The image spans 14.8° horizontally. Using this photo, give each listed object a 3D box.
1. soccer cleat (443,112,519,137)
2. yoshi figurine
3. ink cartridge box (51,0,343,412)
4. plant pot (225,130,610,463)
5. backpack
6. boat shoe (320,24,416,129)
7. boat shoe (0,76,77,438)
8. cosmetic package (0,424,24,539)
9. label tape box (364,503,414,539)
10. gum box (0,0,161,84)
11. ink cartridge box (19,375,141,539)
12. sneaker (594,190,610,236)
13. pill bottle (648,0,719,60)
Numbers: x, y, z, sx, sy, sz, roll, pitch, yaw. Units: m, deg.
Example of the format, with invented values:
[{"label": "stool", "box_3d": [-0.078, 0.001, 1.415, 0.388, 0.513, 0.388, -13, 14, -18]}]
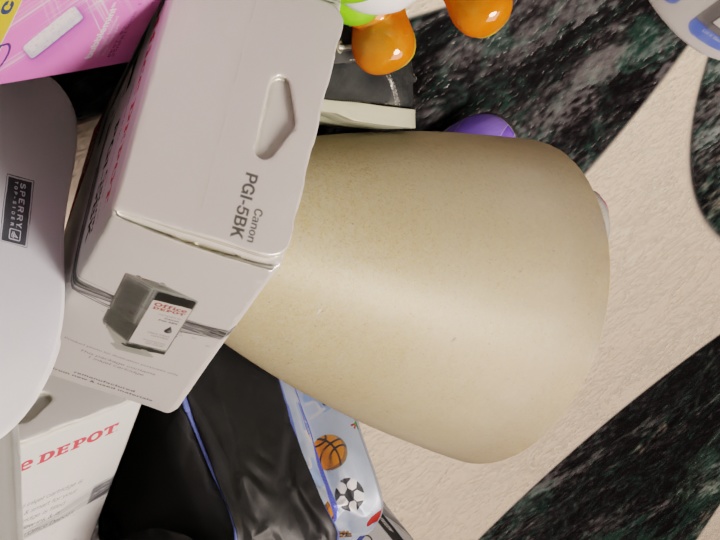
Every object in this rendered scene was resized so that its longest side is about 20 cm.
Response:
[{"label": "soccer cleat", "box_3d": [0.013, -0.025, 1.672, 0.200, 0.068, 0.073, -40, 153, 6]}, {"label": "yoshi figurine", "box_3d": [0.005, -0.149, 1.347, 0.113, 0.112, 0.200, -64, 152, -7]}, {"label": "ink cartridge box", "box_3d": [-0.087, -0.039, 1.329, 0.200, 0.083, 0.147, 128, -22, -61]}, {"label": "plant pot", "box_3d": [0.000, 0.000, 1.519, 0.200, 0.188, 0.187, 12, 126, -37]}, {"label": "backpack", "box_3d": [-0.085, 0.118, 1.631, 0.154, 0.201, 0.191, -4, 156, -28]}, {"label": "boat shoe", "box_3d": [-0.043, -0.116, 1.452, 0.200, 0.072, 0.068, 7, 91, -51]}, {"label": "boat shoe", "box_3d": [-0.181, 0.002, 1.305, 0.072, 0.201, 0.068, 17, 149, -23]}, {"label": "cosmetic package", "box_3d": [-0.275, 0.167, 1.357, 0.199, 0.165, 0.165, 4, 140, -17]}, {"label": "label tape box", "box_3d": [0.027, 0.231, 1.965, 0.066, 0.200, 0.143, -43, 156, 1]}, {"label": "gum box", "box_3d": [-0.126, -0.168, 1.209, 0.113, 0.066, 0.200, -16, 146, -45]}, {"label": "ink cartridge box", "box_3d": [-0.220, 0.124, 1.555, 0.145, 0.083, 0.200, -22, 150, -36]}, {"label": "sneaker", "box_3d": [0.082, -0.003, 1.790, 0.200, 0.081, 0.088, -32, 156, -22]}, {"label": "pill bottle", "box_3d": [0.257, -0.212, 1.578, 0.114, 0.114, 0.200, -17, 168, -42]}]
